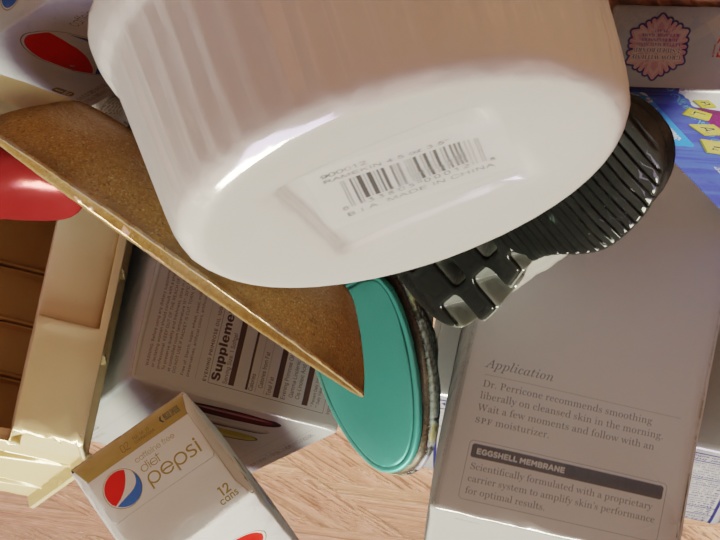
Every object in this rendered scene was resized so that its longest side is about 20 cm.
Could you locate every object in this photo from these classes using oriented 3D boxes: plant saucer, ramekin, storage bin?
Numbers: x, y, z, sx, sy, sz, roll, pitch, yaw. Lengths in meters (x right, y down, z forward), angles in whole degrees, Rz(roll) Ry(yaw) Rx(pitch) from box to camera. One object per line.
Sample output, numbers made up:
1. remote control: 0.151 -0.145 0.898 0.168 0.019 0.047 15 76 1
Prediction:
1. plant saucer: -0.071 -0.017 1.222 0.200 0.035 0.200 35 176 3
2. ramekin: 0.005 -0.073 1.089 0.200 0.098 0.201 -15 159 -6
3. storage bin: -0.178 0.008 1.494 0.093 0.201 0.199 14 165 -13

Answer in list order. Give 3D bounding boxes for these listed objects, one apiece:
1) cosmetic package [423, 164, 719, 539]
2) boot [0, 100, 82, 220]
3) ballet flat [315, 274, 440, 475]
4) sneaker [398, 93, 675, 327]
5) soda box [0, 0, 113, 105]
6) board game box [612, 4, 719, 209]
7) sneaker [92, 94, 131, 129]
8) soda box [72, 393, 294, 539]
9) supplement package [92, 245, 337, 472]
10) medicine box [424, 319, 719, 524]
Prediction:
1. cosmetic package: 0.107 0.053 1.430 0.123 0.201 0.199 13 165 3
2. boot: -0.226 -0.014 1.337 0.199 0.145 0.072 7 143 -8
3. ballet flat: 0.000 0.000 1.397 0.072 0.201 0.072 -24 175 -2
4. sneaker: 0.089 -0.045 1.251 0.074 0.088 0.200 53 151 -2
5. soda box: -0.100 -0.126 1.203 0.068 0.064 0.200 18 163 -23
6. board game box: 0.232 -0.056 1.237 0.199 0.041 0.200 4 163 30
7. sneaker: -0.073 -0.083 1.297 0.077 0.085 0.200 18 163 -22
8. soda box: -0.079 0.127 1.441 0.064 0.068 0.200 53 177 18
9. supplement package: -0.074 0.013 1.512 0.111 0.156 0.200 16 165 -13
10. medicine box: 0.132 0.063 1.635 0.182 0.103 0.200 11 166 4
